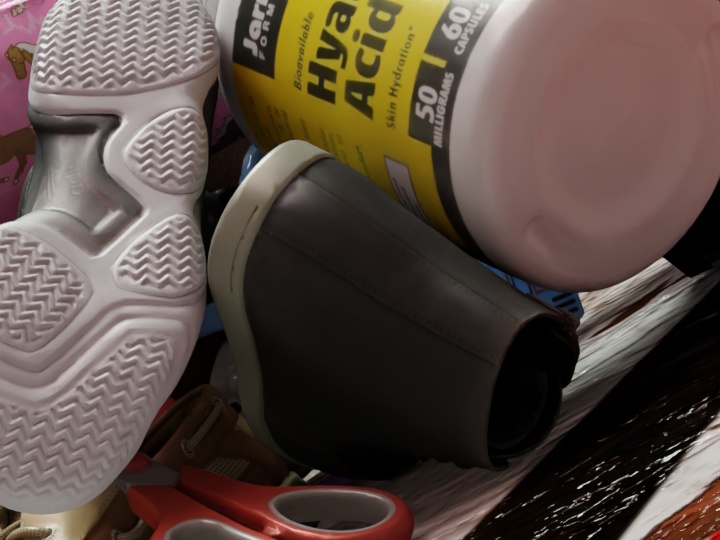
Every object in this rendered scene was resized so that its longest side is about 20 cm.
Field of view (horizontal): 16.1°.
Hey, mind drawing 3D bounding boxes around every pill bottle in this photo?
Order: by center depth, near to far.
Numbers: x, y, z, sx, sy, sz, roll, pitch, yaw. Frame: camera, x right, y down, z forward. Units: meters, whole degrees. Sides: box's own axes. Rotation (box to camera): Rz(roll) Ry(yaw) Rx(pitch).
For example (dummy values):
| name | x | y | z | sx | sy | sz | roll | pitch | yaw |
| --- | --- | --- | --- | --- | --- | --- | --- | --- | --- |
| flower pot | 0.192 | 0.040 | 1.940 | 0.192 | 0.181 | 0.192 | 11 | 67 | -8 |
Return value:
| name | x | y | z | sx | sy | sz | roll | pitch | yaw |
| --- | --- | --- | --- | --- | --- | --- | --- | --- | --- |
| pill bottle | 0.021 | -0.072 | 0.847 | 0.111 | 0.112 | 0.200 | -32 | 33 | -25 |

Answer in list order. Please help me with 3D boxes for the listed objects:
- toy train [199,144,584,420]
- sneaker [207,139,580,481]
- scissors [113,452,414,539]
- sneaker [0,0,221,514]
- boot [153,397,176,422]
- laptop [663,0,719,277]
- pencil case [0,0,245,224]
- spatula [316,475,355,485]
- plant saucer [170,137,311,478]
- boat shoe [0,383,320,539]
| name | x | y | z | sx | sy | sz | roll | pitch | yaw |
| --- | --- | --- | --- | --- | --- | --- | --- | --- | --- |
| toy train | 0.000 | 0.000 | 0.992 | 0.086 | 0.115 | 0.200 | -22 | -2 | 40 |
| sneaker | 0.020 | 0.042 | 0.827 | 0.075 | 0.106 | 0.200 | -53 | -23 | -11 |
| scissors | -0.068 | 0.066 | 0.781 | 0.199 | 0.014 | 0.073 | 15 | 30 | 41 |
| sneaker | -0.085 | 0.009 | 0.831 | 0.114 | 0.075 | 0.201 | 98 | 180 | -54 |
| boot | -0.128 | 0.075 | 0.887 | 0.200 | 0.072 | 0.145 | -42 | -35 | -37 |
| laptop | 0.174 | -0.087 | 0.927 | 0.187 | 0.200 | 0.116 | -30 | 36 | 44 |
| pencil case | -0.108 | -0.068 | 0.942 | 0.199 | 0.083 | 0.087 | -24 | -27 | -23 |
| spatula | -0.057 | 0.092 | 0.984 | 0.199 | 0.021 | 0.057 | -18 | 2 | 1 |
| plant saucer | -0.048 | 0.006 | 1.045 | 0.034 | 0.201 | 0.200 | 1 | 23 | 38 |
| boat shoe | -0.093 | 0.098 | 0.843 | 0.076 | 0.074 | 0.200 | -30 | 2 | 35 |
